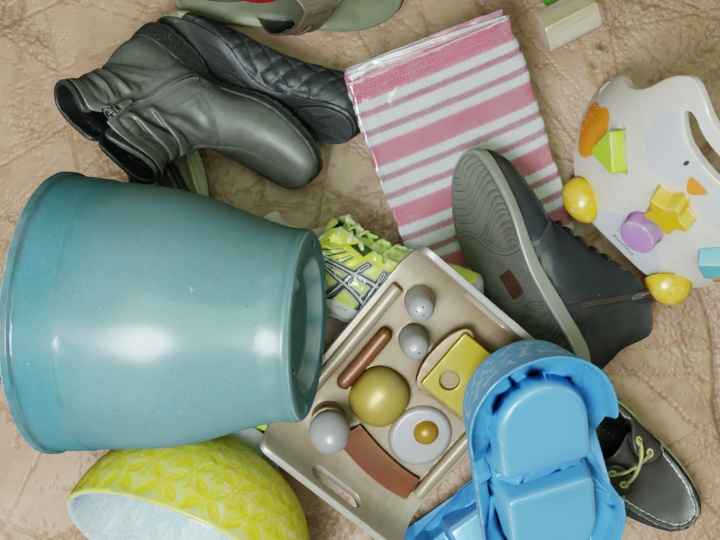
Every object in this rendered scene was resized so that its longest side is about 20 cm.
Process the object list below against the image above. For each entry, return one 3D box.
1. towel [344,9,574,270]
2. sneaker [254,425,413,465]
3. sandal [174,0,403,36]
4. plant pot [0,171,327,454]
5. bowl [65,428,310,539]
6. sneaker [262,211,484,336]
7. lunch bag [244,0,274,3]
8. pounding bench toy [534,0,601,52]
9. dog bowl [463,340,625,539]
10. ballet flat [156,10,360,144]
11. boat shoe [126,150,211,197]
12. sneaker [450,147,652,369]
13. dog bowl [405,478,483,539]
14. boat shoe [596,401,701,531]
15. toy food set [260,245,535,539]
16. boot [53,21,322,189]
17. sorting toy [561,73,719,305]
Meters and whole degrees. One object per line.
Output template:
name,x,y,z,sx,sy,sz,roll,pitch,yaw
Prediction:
towel,0.083,-0.095,0.903,0.145,0.030,0.202,-21,106,-1
sneaker,-0.029,0.101,0.902,0.198,0.074,0.085,13,91,-7
sandal,-0.061,-0.221,0.905,0.198,0.080,0.058,-1,45,9
plant pot,-0.124,0.034,0.778,0.185,0.200,0.203,3,88,8
bowl,-0.117,0.179,0.862,0.198,0.201,0.108,24,57,3
sneaker,0.000,0.000,0.877,0.197,0.076,0.077,5,116,12
lunch bag,-0.114,-0.321,0.846,0.174,0.082,0.202,16,88,9
pounding bench toy,0.126,-0.288,0.877,0.123,0.156,0.202,-18,114,0
dog bowl,0.131,0.142,0.810,0.110,0.050,0.202,-14,115,-8
ballet flat,-0.083,-0.166,0.928,0.198,0.067,0.057,27,46,2
boat shoe,-0.150,-0.017,0.902,0.073,0.065,0.202,-26,80,32
sneaker,0.152,-0.013,0.886,0.106,0.075,0.202,-22,84,-35
dog bowl,0.081,0.244,0.902,0.199,0.050,0.112,-35,87,1
boat shoe,0.200,0.144,0.896,0.201,0.061,0.072,40,89,3
toy food set,0.039,0.101,0.831,0.143,0.060,0.200,38,101,-11
boot,-0.138,-0.104,0.875,0.199,0.068,0.131,35,45,-1
sorting toy,0.255,-0.070,0.835,0.200,0.180,0.107,44,72,3
